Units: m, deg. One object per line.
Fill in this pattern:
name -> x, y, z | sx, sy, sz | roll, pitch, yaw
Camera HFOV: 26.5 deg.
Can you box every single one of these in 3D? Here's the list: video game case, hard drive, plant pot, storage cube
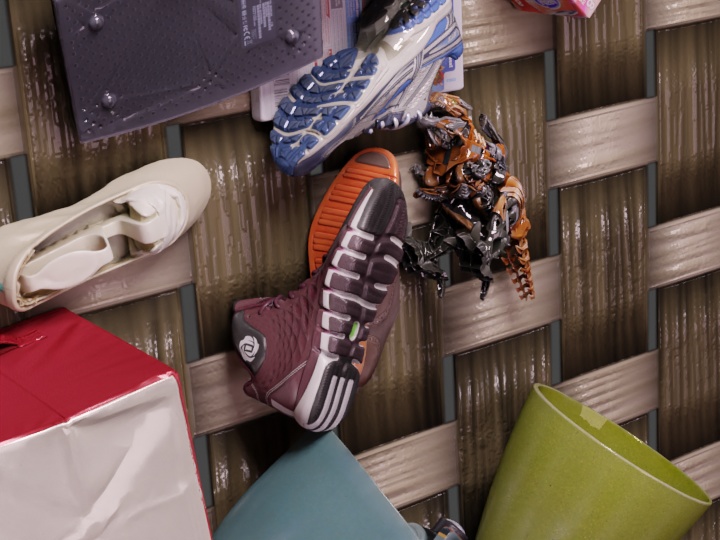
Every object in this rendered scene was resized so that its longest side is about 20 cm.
video game case -> -0.002, -0.203, 1.216 | 0.199, 0.018, 0.144 | -13, 108, -33
hard drive -> -0.122, -0.179, 1.087 | 0.199, 0.042, 0.135 | -23, 136, -21
plant pot -> -0.033, 0.245, 1.201 | 0.161, 0.201, 0.201 | -38, 121, -8
plant pot -> 0.180, 0.236, 1.374 | 0.187, 0.187, 0.201 | 27, 98, -37
storage cube -> -0.221, 0.149, 1.045 | 0.170, 0.179, 0.201 | -21, 114, -30

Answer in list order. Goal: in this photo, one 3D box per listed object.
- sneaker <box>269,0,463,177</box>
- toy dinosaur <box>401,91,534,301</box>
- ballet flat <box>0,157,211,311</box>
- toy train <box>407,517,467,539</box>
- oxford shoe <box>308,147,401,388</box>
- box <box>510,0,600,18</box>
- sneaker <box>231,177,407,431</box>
sneaker -> 0.015, -0.136, 1.188 | 0.200, 0.077, 0.085 | -47, 128, -16
toy dinosaur -> 0.101, -0.052, 1.287 | 0.200, 0.102, 0.136 | 43, 57, -13
ballet flat -> -0.180, -0.024, 1.102 | 0.199, 0.069, 0.070 | -27, 116, -28
toy train -> 0.039, 0.305, 1.311 | 0.200, 0.114, 0.085 | -49, 125, -16
oxford shoe -> 0.000, 0.000, 1.249 | 0.073, 0.071, 0.201 | 5, 100, -61
box -> 0.183, -0.321, 1.271 | 0.103, 0.094, 0.201 | 39, 79, -36
sneaker -> -0.044, 0.015, 1.183 | 0.076, 0.115, 0.201 | 30, 77, -58
